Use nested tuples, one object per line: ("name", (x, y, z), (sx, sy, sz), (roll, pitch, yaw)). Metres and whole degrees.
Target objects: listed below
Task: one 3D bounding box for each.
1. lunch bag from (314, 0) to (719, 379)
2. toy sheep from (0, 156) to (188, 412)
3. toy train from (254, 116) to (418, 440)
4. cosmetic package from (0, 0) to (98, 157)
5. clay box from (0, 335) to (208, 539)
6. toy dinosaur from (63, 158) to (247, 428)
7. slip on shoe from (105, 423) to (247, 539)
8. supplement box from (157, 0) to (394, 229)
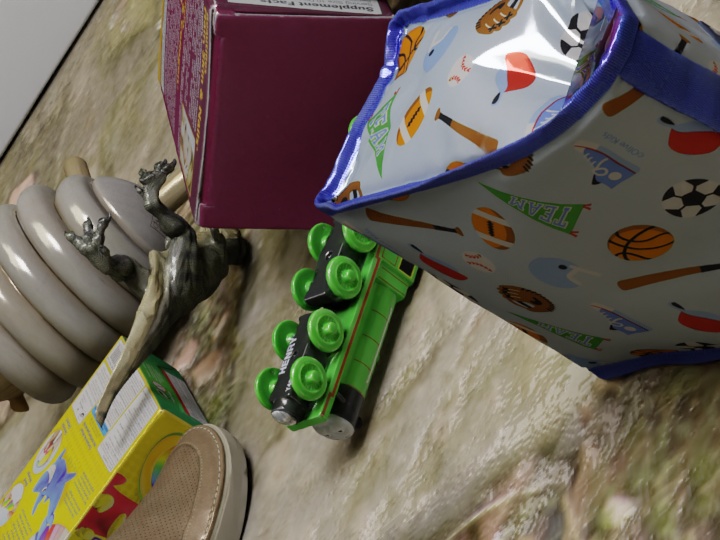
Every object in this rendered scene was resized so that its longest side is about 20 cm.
("lunch bag", (0.111, -0.046, 1.156), (0.200, 0.170, 0.124), (-11, 55, 60))
("toy sheep", (-0.172, 0.004, 1.689), (0.200, 0.138, 0.138), (-46, 25, 10))
("toy train", (0.000, 0.000, 1.448), (0.042, 0.056, 0.200), (-19, 43, 47))
("cosmetic package", (-0.320, -0.179, 2.202), (0.200, 0.123, 0.200), (-58, 25, -2))
("clay box", (-0.165, 0.145, 1.594), (0.200, 0.048, 0.115), (-54, 24, 8))
("toy dinosaur", (-0.115, -0.004, 1.584), (0.047, 0.088, 0.200), (-15, 23, 32))
("slip on shoe", (-0.116, 0.160, 1.466), (0.076, 0.061, 0.200), (-21, 42, 53))
("supplement box", (-0.051, -0.123, 1.579), (0.200, 0.103, 0.131), (-109, 23, -60))
